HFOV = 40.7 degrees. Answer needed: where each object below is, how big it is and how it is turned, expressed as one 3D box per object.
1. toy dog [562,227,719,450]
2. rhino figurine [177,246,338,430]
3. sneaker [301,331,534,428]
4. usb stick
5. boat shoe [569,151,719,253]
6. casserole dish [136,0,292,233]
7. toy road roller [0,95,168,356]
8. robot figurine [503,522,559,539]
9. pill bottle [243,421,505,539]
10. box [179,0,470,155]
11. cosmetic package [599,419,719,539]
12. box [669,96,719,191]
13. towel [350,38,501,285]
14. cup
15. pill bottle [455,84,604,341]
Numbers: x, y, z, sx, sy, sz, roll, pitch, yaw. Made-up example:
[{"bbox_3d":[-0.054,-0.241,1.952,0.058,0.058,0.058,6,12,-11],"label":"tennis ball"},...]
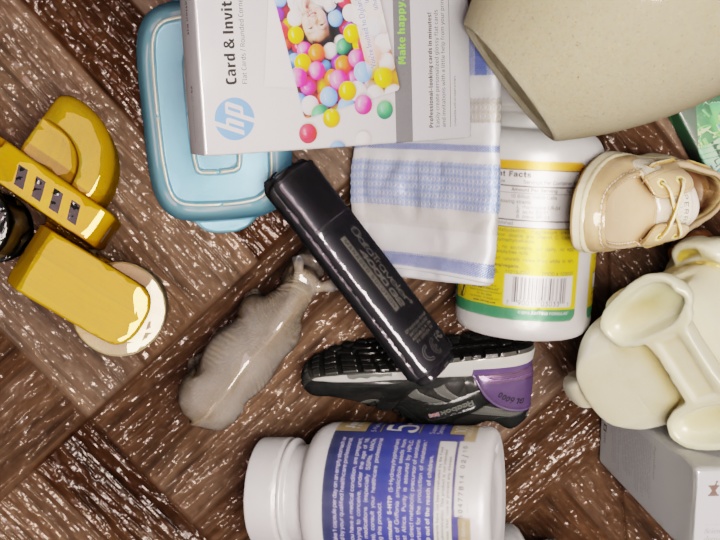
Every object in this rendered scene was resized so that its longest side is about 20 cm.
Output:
[{"bbox_3d":[0.271,0.046,0.768,0.200,0.194,0.140,-34,81,-39],"label":"toy dog"},{"bbox_3d":[-0.079,0.048,0.786,0.060,0.087,0.200,38,93,-11],"label":"rhino figurine"},{"bbox_3d":[0.050,0.107,0.816,0.198,0.076,0.088,-3,106,-4],"label":"sneaker"},{"bbox_3d":[0.000,0.000,0.754,0.200,0.055,0.033,52,132,-2],"label":"usb stick"},{"bbox_3d":[0.226,-0.055,0.741,0.069,0.199,0.074,12,111,36],"label":"boat shoe"},{"bbox_3d":[-0.117,-0.128,0.779,0.120,0.039,0.202,-4,99,-4],"label":"casserole dish"},{"bbox_3d":[-0.216,-0.040,0.747,0.199,0.123,0.147,35,84,-9],"label":"toy road roller"},{"bbox_3d":[0.089,0.288,0.827,0.198,0.113,0.171,-16,73,-1],"label":"robot figurine"},{"bbox_3d":[0.013,0.183,0.786,0.198,0.120,0.121,0,100,14],"label":"pill bottle"},{"bbox_3d":[-0.020,-0.163,0.657,0.198,0.041,0.157,-6,101,-23],"label":"box"},{"bbox_3d":[0.270,0.154,0.774,0.101,0.200,0.075,-1,100,-4],"label":"cosmetic package"},{"bbox_3d":[0.307,-0.188,0.802,0.144,0.036,0.201,-32,99,1],"label":"box"},{"bbox_3d":[0.046,-0.090,0.758,0.024,0.146,0.202,-8,102,-47],"label":"towel"},{"bbox_3d":[0.154,-0.170,0.640,0.143,0.200,0.201,-39,100,8],"label":"cup"},{"bbox_3d":[0.135,-0.054,0.772,0.112,0.113,0.202,1,100,-5],"label":"pill bottle"}]
